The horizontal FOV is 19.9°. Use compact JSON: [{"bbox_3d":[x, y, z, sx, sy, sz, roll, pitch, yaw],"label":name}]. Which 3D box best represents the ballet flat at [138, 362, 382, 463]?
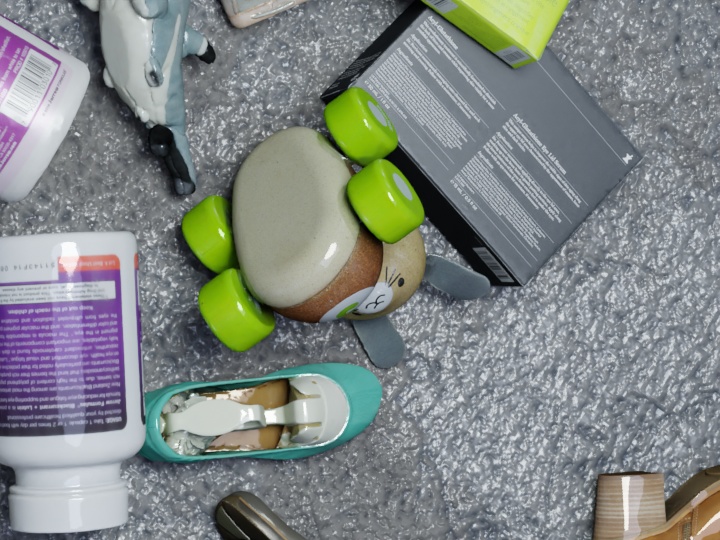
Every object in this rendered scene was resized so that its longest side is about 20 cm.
[{"bbox_3d":[-0.069,0.107,1.485,0.198,0.070,0.068,-6,91,-19],"label":"ballet flat"}]

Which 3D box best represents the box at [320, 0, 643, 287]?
[{"bbox_3d":[0.091,-0.107,1.538,0.141,0.079,0.200,-45,102,-12],"label":"box"}]

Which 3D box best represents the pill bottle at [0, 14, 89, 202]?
[{"bbox_3d":[-0.293,-0.139,1.389,0.199,0.112,0.113,30,80,-16],"label":"pill bottle"}]

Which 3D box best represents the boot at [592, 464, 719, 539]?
[{"bbox_3d":[0.275,0.232,1.603,0.198,0.074,0.156,-2,89,-7],"label":"boot"}]

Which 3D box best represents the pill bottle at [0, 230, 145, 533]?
[{"bbox_3d":[-0.205,0.075,1.417,0.111,0.111,0.202,-3,90,-19],"label":"pill bottle"}]

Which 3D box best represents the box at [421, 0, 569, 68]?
[{"bbox_3d":[0.120,-0.264,1.491,0.122,0.048,0.201,33,75,-16],"label":"box"}]

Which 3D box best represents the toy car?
[{"bbox_3d":[0.000,0.000,1.477,0.164,0.158,0.200,-35,131,17],"label":"toy car"}]

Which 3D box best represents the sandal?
[{"bbox_3d":[-0.024,0.228,1.508,0.200,0.082,0.055,45,55,-6],"label":"sandal"}]

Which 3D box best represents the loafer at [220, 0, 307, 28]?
[{"bbox_3d":[-0.012,-0.231,1.516,0.198,0.072,0.063,-15,111,-12],"label":"loafer"}]

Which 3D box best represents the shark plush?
[{"bbox_3d":[-0.131,-0.154,1.447,0.083,0.091,0.202,-22,100,-39],"label":"shark plush"}]
